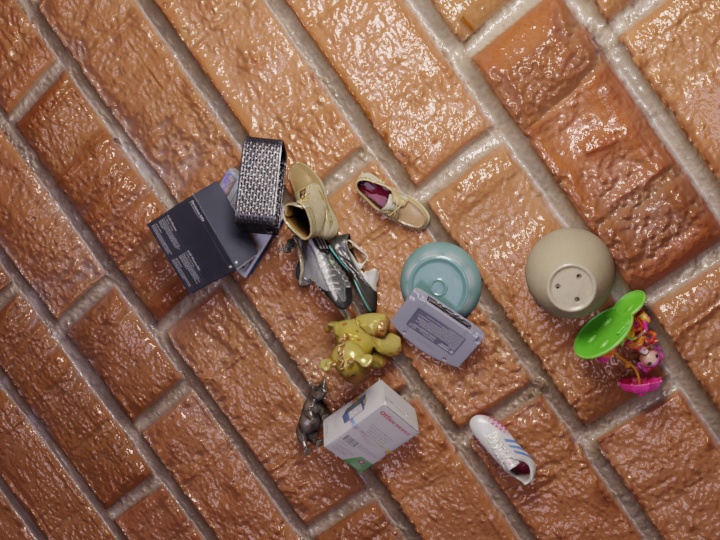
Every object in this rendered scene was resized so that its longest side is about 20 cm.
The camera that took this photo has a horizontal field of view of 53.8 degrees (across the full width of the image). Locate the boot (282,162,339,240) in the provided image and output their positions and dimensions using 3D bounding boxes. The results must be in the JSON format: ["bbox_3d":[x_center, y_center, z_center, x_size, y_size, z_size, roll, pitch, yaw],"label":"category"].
[{"bbox_3d":[-0.135,-0.162,1.645,0.072,0.155,0.204,-27,84,23],"label":"boot"}]

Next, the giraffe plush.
[{"bbox_3d":[-0.009,0.191,1.669,0.199,0.163,0.172,41,121,-17],"label":"giraffe plush"}]

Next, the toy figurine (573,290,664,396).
[{"bbox_3d":[0.601,0.179,1.565,0.200,0.150,0.184,-45,103,-4],"label":"toy figurine"}]

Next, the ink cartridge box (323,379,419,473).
[{"bbox_3d":[0.026,0.384,1.745,0.199,0.088,0.145,-38,120,21],"label":"ink cartridge box"}]

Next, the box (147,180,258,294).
[{"bbox_3d":[-0.377,-0.076,1.704,0.180,0.104,0.203,-22,103,34],"label":"box"}]

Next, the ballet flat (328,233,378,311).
[{"bbox_3d":[0.000,0.000,1.702,0.068,0.068,0.202,-32,93,11],"label":"ballet flat"}]

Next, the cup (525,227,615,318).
[{"bbox_3d":[0.456,0.020,1.539,0.195,0.143,0.206,3,104,14],"label":"cup"}]

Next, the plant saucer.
[{"bbox_3d":[0.186,0.036,1.673,0.195,0.036,0.205,4,104,14],"label":"plant saucer"}]

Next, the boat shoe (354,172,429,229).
[{"bbox_3d":[0.068,-0.154,1.645,0.197,0.066,0.075,30,109,7],"label":"boat shoe"}]

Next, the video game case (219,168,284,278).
[{"bbox_3d":[-0.299,-0.117,1.765,0.180,0.045,0.202,37,109,4],"label":"video game case"}]

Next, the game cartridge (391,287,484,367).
[{"bbox_3d":[0.177,0.140,1.672,0.198,0.041,0.134,34,125,-2],"label":"game cartridge"}]

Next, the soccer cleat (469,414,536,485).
[{"bbox_3d":[0.341,0.426,1.693,0.199,0.086,0.070,41,110,3],"label":"soccer cleat"}]

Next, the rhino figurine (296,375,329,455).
[{"bbox_3d":[-0.119,0.360,1.810,0.059,0.087,0.205,6,108,-28],"label":"rhino figurine"}]

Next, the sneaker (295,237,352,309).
[{"bbox_3d":[-0.097,0.026,1.718,0.115,0.074,0.203,-40,62,31],"label":"sneaker"}]

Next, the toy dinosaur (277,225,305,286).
[{"bbox_3d":[-0.155,-0.073,1.683,0.046,0.088,0.205,-8,75,22],"label":"toy dinosaur"}]

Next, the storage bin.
[{"bbox_3d":[-0.229,-0.194,1.645,0.091,0.135,0.205,6,82,-1],"label":"storage bin"}]
